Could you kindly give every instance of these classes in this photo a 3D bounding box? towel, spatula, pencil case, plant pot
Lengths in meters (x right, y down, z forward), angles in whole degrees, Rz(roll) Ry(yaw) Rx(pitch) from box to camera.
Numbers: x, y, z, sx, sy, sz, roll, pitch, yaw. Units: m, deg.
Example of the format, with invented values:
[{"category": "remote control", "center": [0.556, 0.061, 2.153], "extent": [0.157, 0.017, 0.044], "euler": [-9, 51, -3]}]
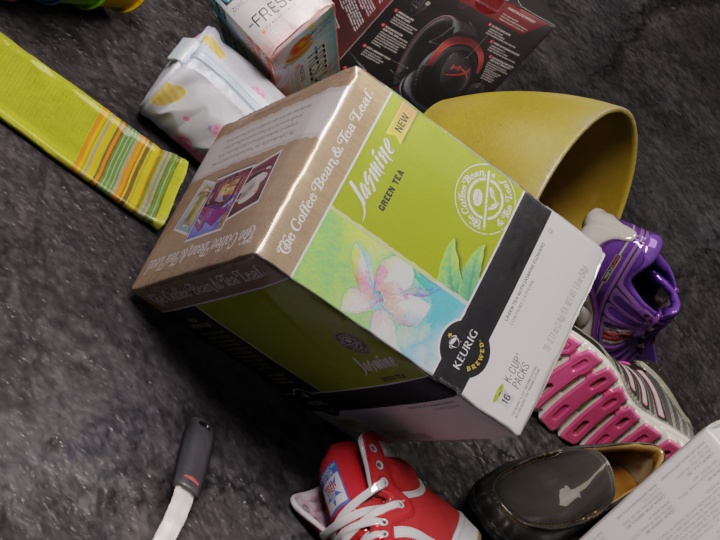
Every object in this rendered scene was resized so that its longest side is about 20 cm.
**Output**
[{"category": "towel", "center": [-0.204, -0.106, 1.264], "extent": [0.200, 0.018, 0.086], "euler": [36, 26, -16]}, {"category": "spatula", "center": [-0.104, 0.136, 1.050], "extent": [0.056, 0.021, 0.200], "euler": [37, 26, -12]}, {"category": "pencil case", "center": [-0.064, -0.084, 1.354], "extent": [0.200, 0.083, 0.091], "euler": [41, -7, -5]}, {"category": "plant pot", "center": [0.108, -0.061, 1.488], "extent": [0.142, 0.201, 0.200], "euler": [26, 19, 24]}]

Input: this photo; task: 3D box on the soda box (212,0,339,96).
[{"category": "soda box", "center": [-0.060, -0.173, 1.411], "extent": [0.068, 0.064, 0.200], "euler": [48, -7, 7]}]

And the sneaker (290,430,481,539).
[{"category": "sneaker", "center": [0.007, 0.167, 1.107], "extent": [0.112, 0.071, 0.200], "euler": [46, 18, -6]}]

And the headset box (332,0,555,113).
[{"category": "headset box", "center": [0.051, -0.195, 1.553], "extent": [0.148, 0.200, 0.075], "euler": [21, 34, -38]}]

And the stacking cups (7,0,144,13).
[{"category": "stacking cups", "center": [-0.232, -0.212, 1.340], "extent": [0.061, 0.061, 0.200], "euler": [52, 31, 16]}]

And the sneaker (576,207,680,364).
[{"category": "sneaker", "center": [0.217, 0.038, 1.502], "extent": [0.083, 0.200, 0.081], "euler": [17, 59, 26]}]

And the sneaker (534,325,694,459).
[{"category": "sneaker", "center": [0.194, 0.097, 1.480], "extent": [0.200, 0.074, 0.088], "euler": [40, 26, -21]}]

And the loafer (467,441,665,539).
[{"category": "loafer", "center": [0.146, 0.151, 1.330], "extent": [0.073, 0.072, 0.200], "euler": [55, 28, 18]}]

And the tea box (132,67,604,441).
[{"category": "tea box", "center": [0.000, 0.000, 1.146], "extent": [0.197, 0.200, 0.134], "euler": [34, 70, -20]}]

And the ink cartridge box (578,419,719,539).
[{"category": "ink cartridge box", "center": [0.245, 0.227, 1.262], "extent": [0.200, 0.163, 0.057], "euler": [53, 32, 17]}]
